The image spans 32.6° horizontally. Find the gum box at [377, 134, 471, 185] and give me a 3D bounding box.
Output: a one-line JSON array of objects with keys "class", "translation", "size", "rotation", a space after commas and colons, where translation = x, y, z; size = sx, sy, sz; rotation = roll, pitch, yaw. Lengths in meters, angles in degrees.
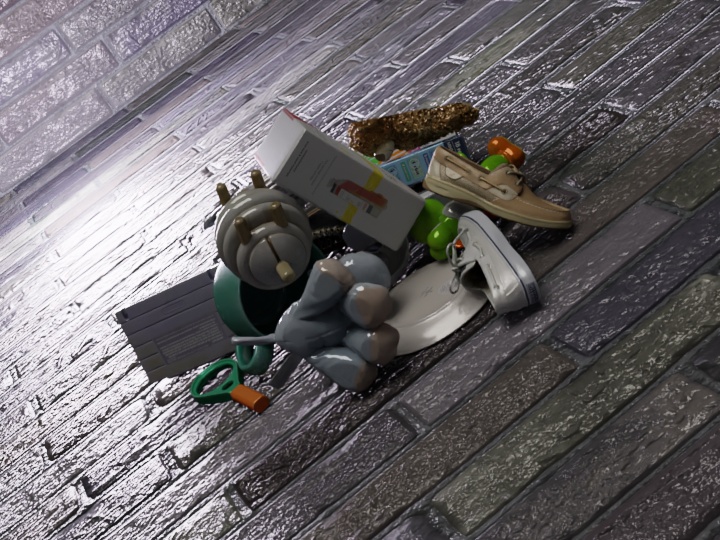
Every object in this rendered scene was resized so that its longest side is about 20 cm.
[{"class": "gum box", "translation": [0.064, -0.148, 1.839], "size": [0.200, 0.045, 0.170], "rotation": [-22, 5, 5]}]

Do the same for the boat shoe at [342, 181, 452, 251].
[{"class": "boat shoe", "translation": [0.068, -0.089, 1.791], "size": [0.200, 0.072, 0.068], "rotation": [-25, 26, 13]}]

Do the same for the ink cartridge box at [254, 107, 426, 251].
[{"class": "ink cartridge box", "translation": [-0.029, -0.122, 1.646], "size": [0.083, 0.200, 0.145], "rotation": [-57, 23, 7]}]

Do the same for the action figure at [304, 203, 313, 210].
[{"class": "action figure", "translation": [-0.125, -0.107, 2.036], "size": [0.200, 0.102, 0.119], "rotation": [-22, 13, 31]}]

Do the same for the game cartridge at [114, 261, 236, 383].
[{"class": "game cartridge", "translation": [-0.255, 0.080, 1.820], "size": [0.200, 0.130, 0.038], "rotation": [-23, 12, 24]}]

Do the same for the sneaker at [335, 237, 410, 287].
[{"class": "sneaker", "translation": [0.000, 0.000, 1.699], "size": [0.075, 0.082, 0.200], "rotation": [-8, 35, 45]}]

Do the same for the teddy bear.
[{"class": "teddy bear", "translation": [0.082, -0.205, 1.823], "size": [0.200, 0.067, 0.145], "rotation": [-16, 6, -36]}]

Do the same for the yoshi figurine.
[{"class": "yoshi figurine", "translation": [0.135, -0.097, 1.676], "size": [0.200, 0.112, 0.112], "rotation": [-47, 13, -31]}]

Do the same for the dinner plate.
[{"class": "dinner plate", "translation": [0.088, 0.036, 1.596], "size": [0.200, 0.024, 0.200], "rotation": [-27, 26, 14]}]

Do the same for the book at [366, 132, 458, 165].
[{"class": "book", "translation": [0.068, -0.179, 2.002], "size": [0.200, 0.048, 0.134], "rotation": [-28, 29, 9]}]

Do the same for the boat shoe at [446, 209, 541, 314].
[{"class": "boat shoe", "translation": [0.144, -0.003, 1.516], "size": [0.086, 0.075, 0.202], "rotation": [-25, 36, -5]}]

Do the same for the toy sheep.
[{"class": "toy sheep", "translation": [-0.124, -0.044, 1.580], "size": [0.138, 0.138, 0.200], "rotation": [-32, 38, 4]}]

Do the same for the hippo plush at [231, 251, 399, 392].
[{"class": "hippo plush", "translation": [-0.020, 0.064, 1.563], "size": [0.200, 0.159, 0.161], "rotation": [-42, 0, 26]}]

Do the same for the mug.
[{"class": "mug", "translation": [-0.140, 0.037, 1.721], "size": [0.185, 0.152, 0.114], "rotation": [-43, 20, -25]}]

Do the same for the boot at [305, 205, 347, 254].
[{"class": "boot", "translation": [-0.066, -0.043, 1.867], "size": [0.138, 0.078, 0.200], "rotation": [2, 38, 46]}]

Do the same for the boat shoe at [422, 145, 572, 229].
[{"class": "boat shoe", "translation": [0.179, -0.105, 1.568], "size": [0.071, 0.200, 0.065], "rotation": [-21, -50, -73]}]

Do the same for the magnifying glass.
[{"class": "magnifying glass", "translation": [-0.178, 0.163, 1.699], "size": [0.080, 0.022, 0.200], "rotation": [-42, 26, -18]}]

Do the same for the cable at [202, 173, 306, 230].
[{"class": "cable", "translation": [-0.122, -0.107, 1.796], "size": [0.200, 0.069, 0.200], "rotation": [-35, 3, -23]}]
